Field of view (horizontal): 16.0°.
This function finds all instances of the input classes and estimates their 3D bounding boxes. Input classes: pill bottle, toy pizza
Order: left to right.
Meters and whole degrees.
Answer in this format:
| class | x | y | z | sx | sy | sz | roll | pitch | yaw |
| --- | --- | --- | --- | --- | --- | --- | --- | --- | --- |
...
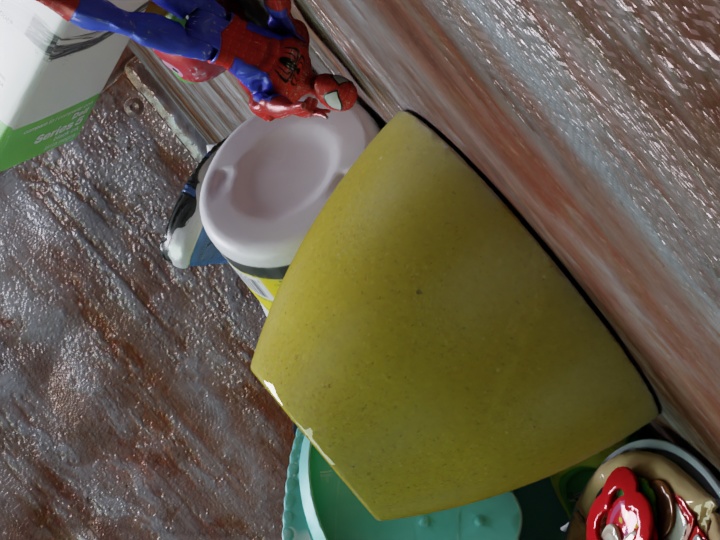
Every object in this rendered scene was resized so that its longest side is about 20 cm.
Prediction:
| class | x | y | z | sx | sy | sz | roll | pitch | yaw |
| --- | --- | --- | --- | --- | --- | --- | --- | --- | --- |
| pill bottle | 0.000 | 0.000 | 1.480 | 0.114 | 0.114 | 0.200 | 47 | 176 | 44 |
| toy pizza | 0.140 | 0.184 | 1.282 | 0.200 | 0.032 | 0.200 | -179 | 90 | -65 |

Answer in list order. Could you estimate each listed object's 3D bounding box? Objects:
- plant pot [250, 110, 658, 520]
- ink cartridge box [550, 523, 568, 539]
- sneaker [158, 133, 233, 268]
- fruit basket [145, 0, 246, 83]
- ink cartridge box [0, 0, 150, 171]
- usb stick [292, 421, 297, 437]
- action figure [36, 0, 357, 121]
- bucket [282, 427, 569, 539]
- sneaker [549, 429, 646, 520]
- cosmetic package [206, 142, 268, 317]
| class | x | y | z | sx | sy | sz | roll | pitch | yaw |
| --- | --- | --- | --- | --- | --- | --- | --- | --- | --- |
| plant pot | 0.030 | 0.041 | 1.282 | 0.200 | 0.142 | 0.200 | 50 | 176 | 4 |
| ink cartridge box | 0.172 | 0.238 | 1.557 | 0.200 | 0.147 | 0.083 | 49 | 175 | 4 |
| sneaker | -0.045 | -0.040 | 1.547 | 0.077 | 0.076 | 0.200 | 37 | -146 | 19 |
| fruit basket | -0.129 | -0.164 | 1.596 | 0.200 | 0.094 | 0.185 | 48 | 178 | -20 |
| ink cartridge box | -0.197 | -0.177 | 1.460 | 0.146 | 0.084 | 0.200 | 48 | 133 | 14 |
| usb stick | -0.001 | 0.041 | 1.648 | 0.033 | 0.055 | 0.200 | 25 | -143 | 0 |
| action figure | -0.079 | -0.129 | 1.328 | 0.200 | 0.065 | 0.099 | 24 | 169 | -22 |
| bucket | 0.043 | 0.152 | 1.429 | 0.207 | 0.135 | 0.207 | -2 | -90 | -76 |
| sneaker | 0.159 | 0.155 | 1.423 | 0.084 | 0.074 | 0.200 | 53 | 179 | 37 |
| cosmetic package | -0.036 | -0.023 | 1.655 | 0.200 | 0.082 | 0.051 | -119 | 18 | -53 |
